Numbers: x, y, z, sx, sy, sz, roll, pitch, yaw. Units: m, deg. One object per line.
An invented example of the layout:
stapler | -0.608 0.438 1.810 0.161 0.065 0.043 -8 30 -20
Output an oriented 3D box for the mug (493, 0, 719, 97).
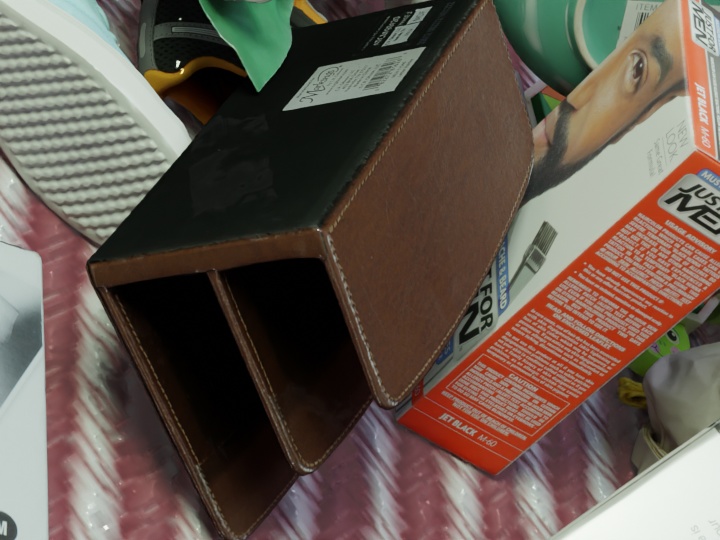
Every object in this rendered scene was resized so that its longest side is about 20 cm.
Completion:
mug | 0.144 -0.155 0.891 0.152 0.185 0.115 41 27 -31

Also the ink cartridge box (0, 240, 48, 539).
ink cartridge box | -0.199 0.010 0.669 0.199 0.041 0.201 19 43 -34

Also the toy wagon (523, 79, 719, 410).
toy wagon | 0.140 -0.016 1.049 0.155 0.040 0.201 19 44 -34

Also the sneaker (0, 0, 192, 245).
sneaker | -0.123 -0.093 0.821 0.200 0.074 0.082 47 37 -3

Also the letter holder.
letter holder | 0.000 0.000 0.790 0.200 0.100 0.143 -57 132 -52

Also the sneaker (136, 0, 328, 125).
sneaker | -0.022 -0.073 0.916 0.199 0.078 0.078 27 54 -21

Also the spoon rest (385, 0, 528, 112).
spoon rest | 0.033 -0.131 0.952 0.200 0.060 0.100 62 15 -53

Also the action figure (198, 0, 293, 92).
action figure | -0.031 -0.167 0.862 0.200 0.054 0.119 -59 132 -61

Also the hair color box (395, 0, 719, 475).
hair color box | 0.097 -0.014 0.862 0.064 0.200 0.111 30 38 -22

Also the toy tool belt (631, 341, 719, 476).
toy tool belt | 0.223 0.094 0.985 0.199 0.124 0.124 -7 95 -45

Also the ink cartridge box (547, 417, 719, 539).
ink cartridge box | 0.181 0.132 0.824 0.199 0.084 0.146 -31 77 -15
